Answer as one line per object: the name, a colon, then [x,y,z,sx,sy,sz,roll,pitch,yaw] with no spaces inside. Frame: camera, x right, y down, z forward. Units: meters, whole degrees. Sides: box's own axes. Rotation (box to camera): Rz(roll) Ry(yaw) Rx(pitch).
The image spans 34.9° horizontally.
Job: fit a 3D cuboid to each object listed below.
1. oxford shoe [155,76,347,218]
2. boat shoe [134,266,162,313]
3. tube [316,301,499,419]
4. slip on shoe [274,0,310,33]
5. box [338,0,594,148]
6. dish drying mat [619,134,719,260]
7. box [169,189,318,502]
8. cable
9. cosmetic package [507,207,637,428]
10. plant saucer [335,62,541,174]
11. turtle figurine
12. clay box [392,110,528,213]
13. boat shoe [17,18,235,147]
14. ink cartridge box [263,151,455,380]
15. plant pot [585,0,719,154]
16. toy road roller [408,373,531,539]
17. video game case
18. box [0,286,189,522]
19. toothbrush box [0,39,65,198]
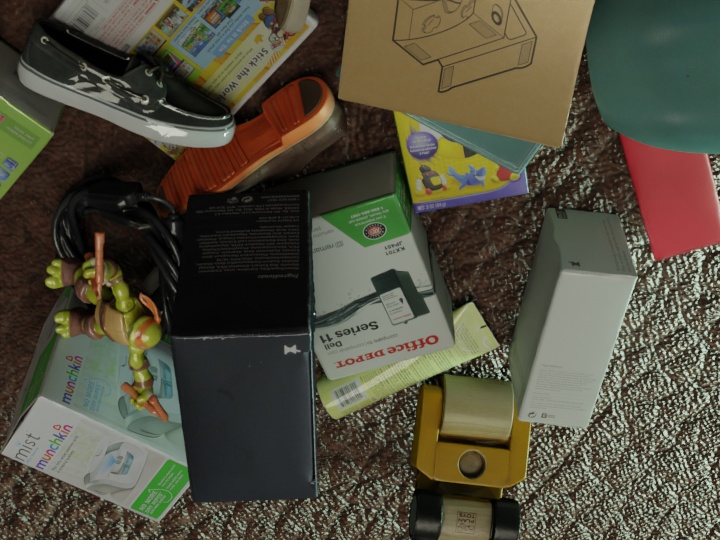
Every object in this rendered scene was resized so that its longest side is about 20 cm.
oxford shoe: [-0.100,-0.099,1.076,0.199,0.072,0.073,-29,145,10]
boat shoe: [-0.143,0.055,1.202,0.199,0.072,0.066,36,97,-24]
tube: [0.049,0.100,1.249,0.199,0.058,0.052,-26,80,14]
slip on shoe: [-0.065,-0.296,0.937,0.060,0.076,0.201,2,123,-8]
box: [0.085,-0.198,0.943,0.198,0.021,0.165,14,124,9]
dish drying mat: [0.303,-0.098,1.121,0.076,0.018,0.201,-17,125,12]
box: [-0.096,0.065,1.017,0.116,0.201,0.198,-2,128,-2]
cable: [-0.229,-0.010,1.108,0.199,0.051,0.165,5,117,42]
cosmetic package: [0.212,0.049,1.171,0.080,0.113,0.201,7,128,-5]
plant saucer: [0.079,-0.151,1.022,0.199,0.019,0.070,26,123,-16]
turtle figurine: [-0.227,0.034,1.046,0.064,0.161,0.201,-35,126,-30]
clay box: [0.086,-0.155,1.059,0.114,0.048,0.201,-10,126,7]
boat shoe: [-0.202,-0.164,1.011,0.198,0.069,0.057,17,123,-10]
ink cartridge box: [0.000,0.000,1.149,0.145,0.083,0.201,-16,125,12]
plant pot: [0.280,-0.190,0.952,0.160,0.201,0.202,-3,129,29]
toy road roller: [0.114,0.219,1.307,0.122,0.146,0.202,7,89,-5]
video game case: [-0.169,-0.214,1.031,0.182,0.023,0.200,37,117,-24]
box: [-0.249,0.126,1.168,0.176,0.201,0.097,30,120,-19]
toothbrush box: [-0.387,-0.124,1.055,0.145,0.086,0.200,35,118,-23]
